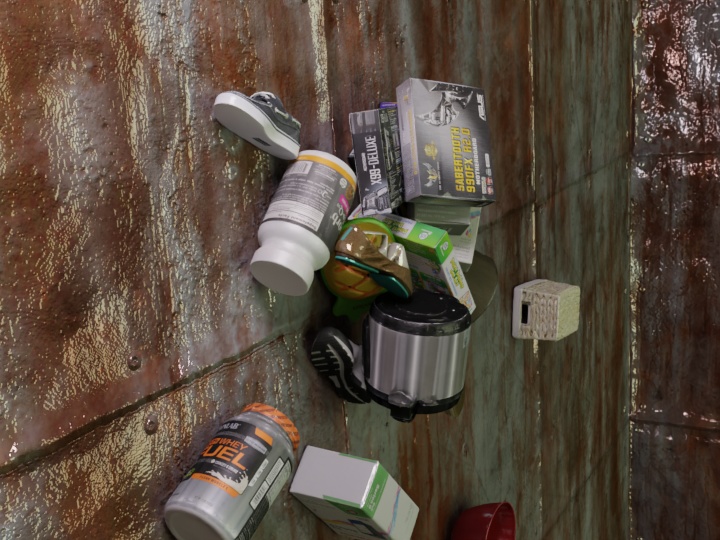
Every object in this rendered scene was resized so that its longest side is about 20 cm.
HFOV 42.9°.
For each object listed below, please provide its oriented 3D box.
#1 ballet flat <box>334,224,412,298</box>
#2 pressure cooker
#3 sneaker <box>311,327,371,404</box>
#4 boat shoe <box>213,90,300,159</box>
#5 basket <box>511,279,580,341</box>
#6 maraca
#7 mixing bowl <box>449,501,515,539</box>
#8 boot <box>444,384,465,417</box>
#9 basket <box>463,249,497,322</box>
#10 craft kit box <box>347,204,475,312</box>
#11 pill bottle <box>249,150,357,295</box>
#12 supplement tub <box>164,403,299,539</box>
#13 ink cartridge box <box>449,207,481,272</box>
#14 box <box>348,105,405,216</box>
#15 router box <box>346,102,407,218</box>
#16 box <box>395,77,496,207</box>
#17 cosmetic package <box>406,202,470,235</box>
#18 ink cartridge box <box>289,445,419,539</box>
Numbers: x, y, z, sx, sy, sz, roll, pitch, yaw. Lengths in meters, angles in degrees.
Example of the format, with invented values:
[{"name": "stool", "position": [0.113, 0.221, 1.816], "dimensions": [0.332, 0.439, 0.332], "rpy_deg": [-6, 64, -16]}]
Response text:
[{"name": "ballet flat", "position": [0.031, -0.019, 1.440], "dimensions": [0.199, 0.067, 0.073], "rpy_deg": [31, 76, -47]}, {"name": "pressure cooker", "position": [0.092, 0.149, 1.522], "dimensions": [0.174, 0.178, 0.202], "rpy_deg": [-8, 113, -30]}, {"name": "sneaker", "position": [-0.029, 0.149, 1.568], "dimensions": [0.201, 0.073, 0.081], "rpy_deg": [64, 31, -49]}, {"name": "boat shoe", "position": [-0.140, -0.222, 1.310], "dimensions": [0.200, 0.071, 0.069], "rpy_deg": [28, 72, -60]}, {"name": "basket", "position": [0.486, 0.102, 2.382], "dimensions": [0.199, 0.122, 0.137], "rpy_deg": [-13, 106, -60]}, {"name": "maraca", "position": [0.000, 0.000, 1.543], "dimensions": [0.107, 0.136, 0.202], "rpy_deg": [-118, -163, -54]}, {"name": "mixing bowl", "position": [0.271, 0.618, 2.093], "dimensions": [0.200, 0.107, 0.203], "rpy_deg": [-15, 108, -58]}, {"name": "boot", "position": [0.104, 0.185, 1.702], "dimensions": [0.072, 0.153, 0.202], "rpy_deg": [-55, 132, -51]}, {"name": "basket", "position": [0.160, 0.006, 1.803], "dimensions": [0.181, 0.136, 0.200], "rpy_deg": [-55, 139, -2]}, {"name": "craft kit box", "position": [0.090, -0.013, 1.610], "dimensions": [0.049, 0.199, 0.198], "rpy_deg": [-51, 138, -21]}, {"name": "pill bottle", "position": [-0.086, -0.071, 1.379], "dimensions": [0.117, 0.115, 0.202], "rpy_deg": [54, 48, -48]}, {"name": "supplement tub", "position": [-0.172, 0.289, 1.273], "dimensions": [0.201, 0.121, 0.123], "rpy_deg": [-56, 138, -42]}, {"name": "ink cartridge box", "position": [0.161, -0.109, 1.681], "dimensions": [0.067, 0.115, 0.202], "rpy_deg": [92, 9, -76]}, {"name": "box", "position": [0.035, -0.181, 1.478], "dimensions": [0.200, 0.049, 0.160], "rpy_deg": [-45, 128, -73]}, {"name": "router box", "position": [0.058, -0.179, 1.676], "dimensions": [0.158, 0.052, 0.201], "rpy_deg": [-61, 142, -36]}, {"name": "box", "position": [0.143, -0.211, 1.532], "dimensions": [0.157, 0.048, 0.202], "rpy_deg": [2, 78, -31]}, {"name": "cosmetic package", "position": [0.139, -0.169, 1.615], "dimensions": [0.090, 0.105, 0.202], "rpy_deg": [120, -28, -77]}, {"name": "ink cartridge box", "position": [-0.006, 0.387, 1.548], "dimensions": [0.200, 0.144, 0.088], "rpy_deg": [54, 49, -48]}]
